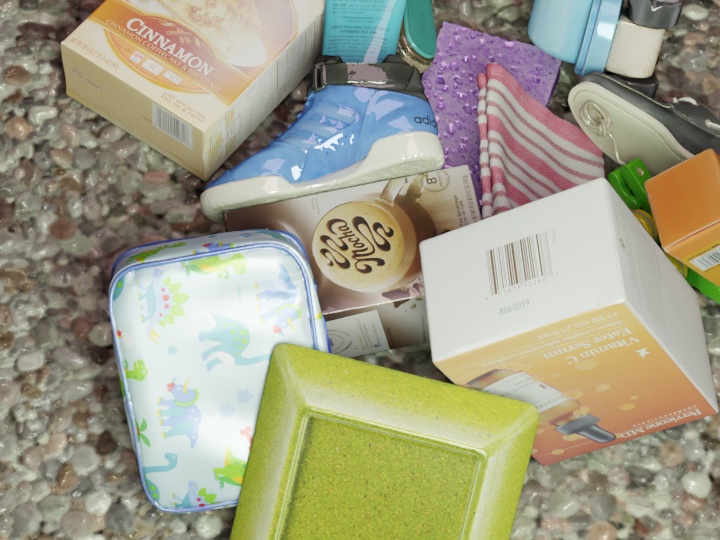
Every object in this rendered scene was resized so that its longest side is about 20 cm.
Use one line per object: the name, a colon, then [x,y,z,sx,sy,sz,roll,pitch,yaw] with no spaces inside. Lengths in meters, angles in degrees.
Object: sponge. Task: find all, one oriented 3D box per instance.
sponge: [0.093,-0.119,1.820,0.111,0.030,0.201,17,58,7]

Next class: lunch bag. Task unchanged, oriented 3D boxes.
lunch bag: [-0.098,0.074,1.591,0.160,0.082,0.201,-10,102,-2]

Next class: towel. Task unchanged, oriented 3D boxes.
towel: [0.151,-0.058,1.726,0.146,0.030,0.201,31,43,-36]

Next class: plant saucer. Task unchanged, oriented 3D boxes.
plant saucer: [0.010,0.173,1.539,0.199,0.048,0.201,14,100,3]

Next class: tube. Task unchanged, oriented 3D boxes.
tube: [-0.004,-0.162,1.787,0.077,0.050,0.201,6,79,7]

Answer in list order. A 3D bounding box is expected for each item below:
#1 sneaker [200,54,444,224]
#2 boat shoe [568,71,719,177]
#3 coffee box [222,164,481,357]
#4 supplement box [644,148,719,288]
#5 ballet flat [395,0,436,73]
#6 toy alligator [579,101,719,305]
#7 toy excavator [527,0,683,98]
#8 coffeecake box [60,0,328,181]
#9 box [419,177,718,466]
sneaker: [-0.038,-0.109,1.718,0.199,0.077,0.112,-17,69,13]
boat shoe: [0.263,-0.110,1.786,0.199,0.072,0.068,29,60,-8]
coffee box: [0.000,0.000,1.691,0.199,0.080,0.113,-11,60,-2]
supplement box: [0.301,-0.022,1.676,0.069,0.200,0.067,-28,56,24]
ballet flat: [0.035,-0.245,1.875,0.068,0.075,0.201,33,49,-32]
toy alligator: [0.233,-0.046,1.752,0.059,0.054,0.200,-32,81,-31]
toy excavator: [0.171,-0.241,1.851,0.199,0.100,0.195,15,30,0]
coffeecake box: [-0.131,-0.197,1.829,0.153,0.073,0.200,32,60,17]
box: [0.156,0.043,1.591,0.152,0.200,0.107,-20,55,21]
